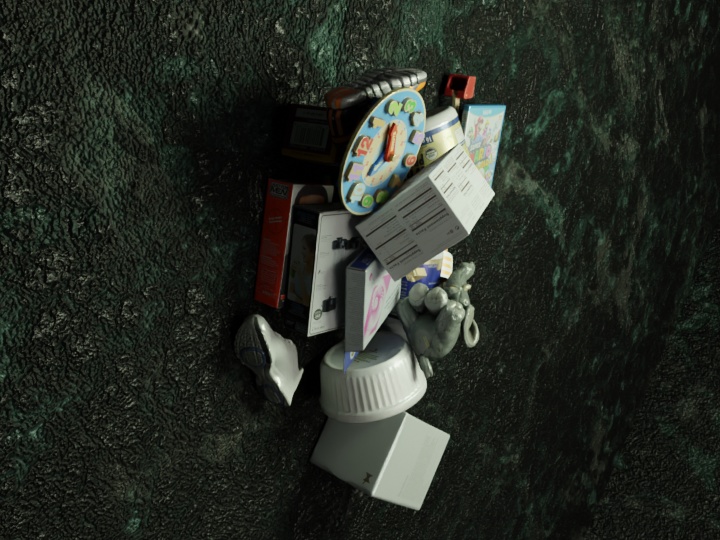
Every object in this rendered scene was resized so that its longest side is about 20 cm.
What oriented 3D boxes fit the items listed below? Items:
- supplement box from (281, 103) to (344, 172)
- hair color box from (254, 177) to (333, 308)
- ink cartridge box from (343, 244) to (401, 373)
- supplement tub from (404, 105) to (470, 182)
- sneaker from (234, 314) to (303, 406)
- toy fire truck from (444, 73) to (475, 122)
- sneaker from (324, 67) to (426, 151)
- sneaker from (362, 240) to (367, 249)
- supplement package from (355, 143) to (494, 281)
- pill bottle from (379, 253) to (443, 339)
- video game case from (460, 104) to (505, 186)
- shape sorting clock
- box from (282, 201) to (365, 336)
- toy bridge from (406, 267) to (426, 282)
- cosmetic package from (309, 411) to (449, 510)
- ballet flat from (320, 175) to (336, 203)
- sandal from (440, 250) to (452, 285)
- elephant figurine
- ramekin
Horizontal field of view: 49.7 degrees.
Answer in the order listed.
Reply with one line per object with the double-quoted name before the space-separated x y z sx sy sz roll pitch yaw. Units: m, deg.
"supplement box" -0.020 -0.207 1.286 0.199 0.110 0.087 9 95 -53
"hair color box" -0.109 -0.046 1.276 0.101 0.061 0.202 -7 108 -50
"ink cartridge box" 0.025 0.047 1.327 0.196 0.043 0.202 -50 145 -57
"supplement tub" 0.134 -0.183 1.422 0.144 0.144 0.202 -33 109 -40
"sneaker" -0.150 0.139 1.304 0.087 0.074 0.201 -59 148 -36
"toy fire truck" 0.215 -0.292 1.588 0.140 0.048 0.202 -9 112 -54
"sneaker" 0.025 -0.239 1.192 0.199 0.077 0.113 -28 126 -32
"sneaker" 0.000 0.000 1.439 0.201 0.078 0.096 -59 169 -25
"supplement package" 0.110 -0.098 1.269 0.111 0.155 0.200 53 30 -6
"pill bottle" 0.094 0.048 1.524 0.115 0.115 0.202 -9 111 -49
"video game case" 0.239 -0.236 1.589 0.142 0.018 0.202 -14 117 -48
"shape sorting clock" 0.036 -0.173 1.148 0.199 0.039 0.201 -37 145 -31
"box" -0.058 -0.006 1.258 0.116 0.060 0.202 -12 113 -49
"toy bridge" 0.067 -0.073 1.422 0.067 0.027 0.202 2 66 -51
"cosmetic package" 0.042 0.350 1.532 0.200 0.166 0.168 36 76 -52
"ballet flat" -0.068 -0.062 1.332 0.066 0.056 0.203 -74 168 -82
"sandal" 0.161 0.020 1.642 0.079 0.059 0.209 12 94 -53
"elephant figurine" 0.165 0.084 1.444 0.156 0.142 0.199 -51 158 22
"ramekin" 0.016 0.187 1.424 0.202 0.201 0.095 -28 114 -42
